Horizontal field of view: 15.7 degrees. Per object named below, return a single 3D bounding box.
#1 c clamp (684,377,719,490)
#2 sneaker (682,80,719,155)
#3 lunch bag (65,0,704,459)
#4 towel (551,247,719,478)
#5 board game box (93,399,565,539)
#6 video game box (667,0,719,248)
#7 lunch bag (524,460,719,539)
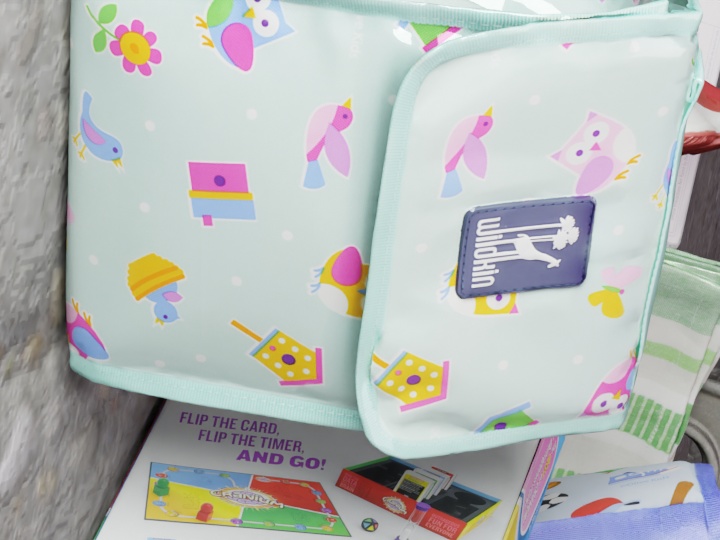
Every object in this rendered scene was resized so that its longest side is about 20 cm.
[{"bbox_3d":[0.110,0.113,1.263,0.171,0.199,0.027,-59,-167,22],"label":"c clamp"},{"bbox_3d":[0.129,-0.107,1.207,0.200,0.078,0.116,-11,86,-83],"label":"sneaker"},{"bbox_3d":[0.008,-0.035,0.871,0.122,0.199,0.171,-57,157,-56],"label":"lunch bag"},{"bbox_3d":[0.079,0.069,1.208,0.023,0.152,0.201,-89,-166,-60],"label":"towel"},{"bbox_3d":[-0.018,0.106,0.999,0.040,0.152,0.200,89,20,-45],"label":"board game box"},{"bbox_3d":[0.103,-0.124,1.297,0.182,0.047,0.201,13,91,-38],"label":"video game box"},{"bbox_3d":[0.076,0.147,1.120,0.200,0.169,0.124,75,7,-70],"label":"lunch bag"}]
